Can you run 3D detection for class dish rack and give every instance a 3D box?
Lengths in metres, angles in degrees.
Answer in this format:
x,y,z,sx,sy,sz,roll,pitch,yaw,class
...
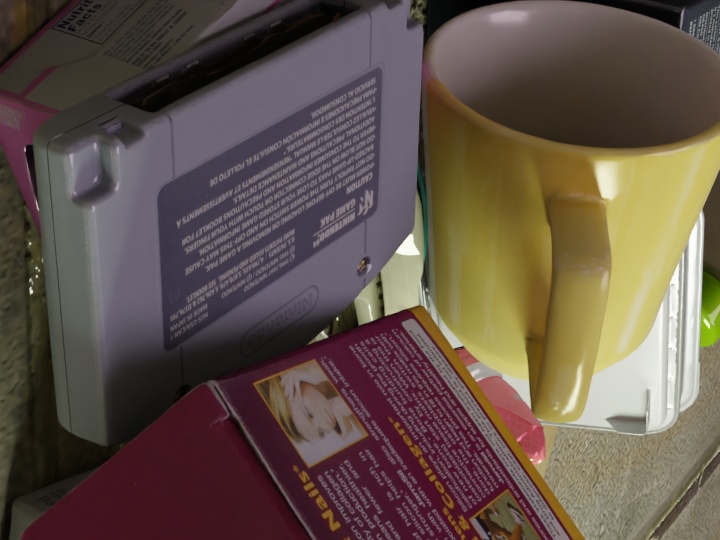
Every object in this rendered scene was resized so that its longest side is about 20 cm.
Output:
x,y,z,sx,sy,sz,roll,pitch,yaw,class
0.112,0.028,0.924,0.201,0.170,0.044,81,20,-43,dish rack

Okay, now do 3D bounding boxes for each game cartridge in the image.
x,y,z,sx,sy,sz,roll,pitch,yaw,class
-0.044,-0.023,0.599,0.200,0.041,0.134,-35,140,-46,game cartridge

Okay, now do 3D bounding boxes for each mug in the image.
x,y,z,sx,sy,sz,roll,pitch,yaw,class
0.085,-0.023,0.753,0.186,0.149,0.154,-36,142,-44,mug

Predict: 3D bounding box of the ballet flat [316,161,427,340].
x,y,z,sx,sy,sz,roll,pitch,yaw,class
0.000,0.000,0.824,0.070,0.069,0.201,-50,148,-33,ballet flat

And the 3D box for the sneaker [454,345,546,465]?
x,y,z,sx,sy,sz,roll,pitch,yaw,class
0.020,0.135,0.873,0.200,0.087,0.074,-45,158,1,sneaker

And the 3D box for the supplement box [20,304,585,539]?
x,y,z,sx,sy,sz,roll,pitch,yaw,class
-0.011,0.104,0.606,0.103,0.131,0.200,-38,170,22,supplement box

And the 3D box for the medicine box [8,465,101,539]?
x,y,z,sx,sy,sz,roll,pitch,yaw,class
-0.077,0.183,0.753,0.199,0.102,0.184,-16,122,-57,medicine box

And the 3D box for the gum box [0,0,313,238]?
x,y,z,sx,sy,sz,roll,pitch,yaw,class
-0.059,-0.076,0.645,0.200,0.066,0.114,-51,146,-32,gum box

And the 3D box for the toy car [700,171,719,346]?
x,y,z,sx,sy,sz,roll,pitch,yaw,class
0.254,-0.006,1.216,0.164,0.157,0.200,-44,158,-20,toy car

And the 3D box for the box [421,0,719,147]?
x,y,z,sx,sy,sz,roll,pitch,yaw,class
0.147,-0.135,0.900,0.200,0.148,0.108,-33,133,-49,box

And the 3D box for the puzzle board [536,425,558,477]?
x,y,z,sx,sy,sz,roll,pitch,yaw,class
0.105,0.107,1.140,0.200,0.017,0.152,-8,116,-60,puzzle board
